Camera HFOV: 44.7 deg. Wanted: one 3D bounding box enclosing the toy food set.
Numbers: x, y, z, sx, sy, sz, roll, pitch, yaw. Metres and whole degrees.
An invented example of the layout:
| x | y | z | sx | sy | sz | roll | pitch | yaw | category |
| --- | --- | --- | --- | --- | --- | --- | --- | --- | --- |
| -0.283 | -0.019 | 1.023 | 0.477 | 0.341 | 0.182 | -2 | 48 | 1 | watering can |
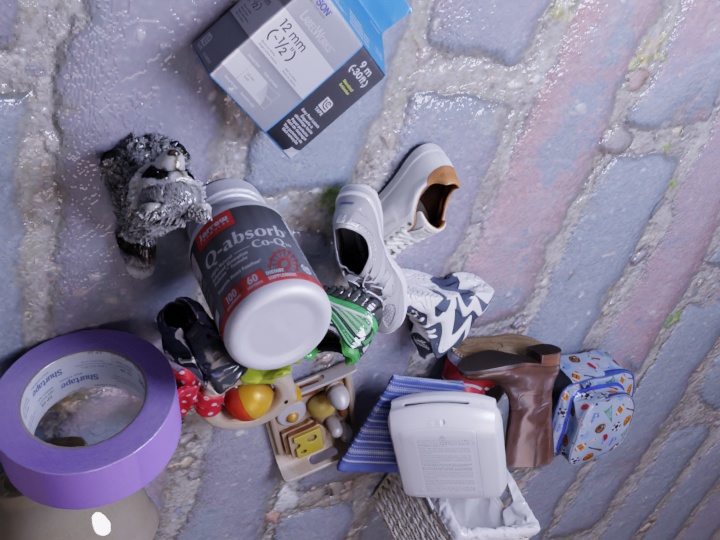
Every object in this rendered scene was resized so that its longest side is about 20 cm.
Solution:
| x | y | z | sx | sy | sz | roll | pitch | yaw | category |
| --- | --- | --- | --- | --- | --- | --- | --- | --- | --- |
| -0.062 | 0.227 | 1.284 | 0.142 | 0.061 | 0.201 | -21 | 136 | -14 | toy food set |

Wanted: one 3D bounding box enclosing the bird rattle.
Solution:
| x | y | z | sx | sy | sz | roll | pitch | yaw | category |
| --- | --- | --- | --- | --- | --- | --- | --- | --- | --- |
| -0.160 | 0.159 | 1.121 | 0.199 | 0.113 | 0.163 | -35 | 136 | 2 | bird rattle |

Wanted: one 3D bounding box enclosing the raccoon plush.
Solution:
| x | y | z | sx | sy | sz | roll | pitch | yaw | category |
| --- | --- | --- | --- | --- | --- | --- | --- | --- | --- |
| -0.197 | -0.043 | 0.894 | 0.096 | 0.134 | 0.202 | -18 | 136 | -18 | raccoon plush |

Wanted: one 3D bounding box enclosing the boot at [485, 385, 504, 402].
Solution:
| x | y | z | sx | sy | sz | roll | pitch | yaw | category |
| --- | --- | --- | --- | --- | --- | --- | --- | --- | --- |
| 0.195 | 0.263 | 1.413 | 0.199 | 0.147 | 0.070 | -37 | 134 | 3 | boot |

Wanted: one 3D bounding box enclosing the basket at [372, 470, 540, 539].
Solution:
| x | y | z | sx | sy | sz | roll | pitch | yaw | category |
| --- | --- | --- | --- | --- | --- | --- | --- | --- | --- |
| 0.156 | 0.410 | 1.490 | 0.198 | 0.199 | 0.162 | 10 | 125 | -38 | basket |

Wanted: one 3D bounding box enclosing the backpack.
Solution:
| x | y | z | sx | sy | sz | roll | pitch | yaw | category |
| --- | --- | --- | --- | --- | --- | --- | --- | --- | --- |
| 0.385 | 0.227 | 1.508 | 0.189 | 0.154 | 0.202 | -16 | 134 | -33 | backpack |

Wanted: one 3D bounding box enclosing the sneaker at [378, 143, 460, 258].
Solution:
| x | y | z | sx | sy | sz | roll | pitch | yaw | category |
| --- | --- | --- | --- | --- | --- | --- | --- | --- | --- |
| 0.050 | -0.054 | 1.078 | 0.072 | 0.085 | 0.201 | 9 | 126 | -38 | sneaker |

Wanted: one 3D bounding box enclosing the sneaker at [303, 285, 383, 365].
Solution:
| x | y | z | sx | sy | sz | roll | pitch | yaw | category |
| --- | --- | --- | --- | --- | --- | --- | --- | --- | --- |
| -0.078 | 0.053 | 1.041 | 0.078 | 0.198 | 0.086 | 81 | 28 | -56 | sneaker |

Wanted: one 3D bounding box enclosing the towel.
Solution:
| x | y | z | sx | sy | sz | roll | pitch | yaw | category |
| --- | --- | --- | --- | --- | --- | --- | --- | --- | --- |
| 0.060 | 0.235 | 1.331 | 0.143 | 0.024 | 0.201 | 9 | 123 | -34 | towel |

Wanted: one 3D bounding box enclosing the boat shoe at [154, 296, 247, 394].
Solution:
| x | y | z | sx | sy | sz | roll | pitch | yaw | category |
| --- | --- | --- | --- | --- | --- | --- | --- | --- | --- |
| -0.194 | 0.064 | 0.979 | 0.075 | 0.199 | 0.093 | -41 | 117 | -18 | boat shoe |

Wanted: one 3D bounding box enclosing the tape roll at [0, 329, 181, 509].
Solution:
| x | y | z | sx | sy | sz | roll | pitch | yaw | category |
| --- | --- | --- | --- | --- | --- | --- | --- | --- | --- |
| -0.301 | 0.159 | 0.967 | 0.198 | 0.201 | 0.066 | -15 | 136 | -19 | tape roll |

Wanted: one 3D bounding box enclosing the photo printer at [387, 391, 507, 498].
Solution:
| x | y | z | sx | sy | sz | roll | pitch | yaw | category |
| --- | --- | --- | --- | --- | --- | --- | --- | --- | --- |
| 0.127 | 0.252 | 1.277 | 0.164 | 0.070 | 0.201 | -3 | 134 | 12 | photo printer |

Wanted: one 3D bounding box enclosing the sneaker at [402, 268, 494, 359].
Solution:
| x | y | z | sx | sy | sz | roll | pitch | yaw | category |
| --- | --- | --- | --- | --- | --- | --- | --- | --- | --- |
| 0.087 | 0.071 | 1.218 | 0.198 | 0.079 | 0.131 | -4 | 122 | -43 | sneaker |

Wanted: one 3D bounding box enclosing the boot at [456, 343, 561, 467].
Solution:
| x | y | z | sx | sy | sz | roll | pitch | yaw | category |
| --- | --- | --- | --- | --- | --- | --- | --- | --- | --- |
| 0.224 | 0.221 | 1.327 | 0.184 | 0.064 | 0.203 | -4 | 109 | -21 | boot |

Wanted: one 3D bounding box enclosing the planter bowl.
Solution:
| x | y | z | sx | sy | sz | roll | pitch | yaw | category |
| --- | --- | --- | --- | --- | --- | --- | --- | --- | --- |
| -0.366 | 0.292 | 1.078 | 0.198 | 0.200 | 0.136 | -23 | 110 | -11 | planter bowl |

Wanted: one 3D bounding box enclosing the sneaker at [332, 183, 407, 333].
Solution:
| x | y | z | sx | sy | sz | roll | pitch | yaw | category |
| --- | --- | --- | --- | --- | --- | --- | --- | --- | --- |
| 0.000 | 0.000 | 1.057 | 0.074 | 0.082 | 0.202 | -4 | 122 | 27 | sneaker |

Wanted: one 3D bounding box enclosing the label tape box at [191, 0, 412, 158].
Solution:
| x | y | z | sx | sy | sz | roll | pitch | yaw | category |
| --- | --- | --- | --- | --- | --- | --- | --- | --- | --- |
| -0.045 | -0.229 | 0.871 | 0.199 | 0.066 | 0.143 | -38 | 138 | 7 | label tape box |

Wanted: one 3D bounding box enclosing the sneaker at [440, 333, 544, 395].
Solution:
| x | y | z | sx | sy | sz | roll | pitch | yaw | category |
| --- | --- | --- | --- | --- | --- | --- | --- | --- | --- |
| 0.212 | 0.165 | 1.392 | 0.198 | 0.071 | 0.114 | 3 | 123 | -24 | sneaker |

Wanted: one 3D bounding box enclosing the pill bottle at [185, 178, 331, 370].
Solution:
| x | y | z | sx | sy | sz | roll | pitch | yaw | category |
| --- | --- | --- | --- | --- | --- | --- | --- | --- | --- |
| -0.117 | -0.002 | 0.933 | 0.115 | 0.201 | 0.117 | -17 | 136 | -17 | pill bottle |
